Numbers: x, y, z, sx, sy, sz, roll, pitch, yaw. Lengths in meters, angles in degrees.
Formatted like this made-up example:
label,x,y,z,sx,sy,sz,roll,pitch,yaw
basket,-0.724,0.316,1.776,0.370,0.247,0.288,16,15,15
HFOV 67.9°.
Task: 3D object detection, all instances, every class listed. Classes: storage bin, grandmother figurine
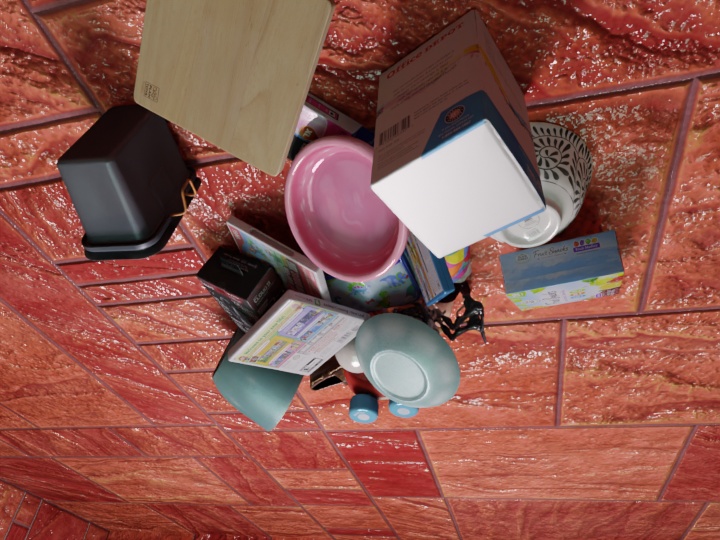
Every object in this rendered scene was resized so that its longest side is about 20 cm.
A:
label,x,y,z,sx,sy,sz,roll,pitch,yaw
storage bin,-0.313,-0.133,0.741,0.140,0.204,0.137,-1,132,9
grandmother figurine,0.151,0.042,0.981,0.118,0.062,0.203,-11,143,-24

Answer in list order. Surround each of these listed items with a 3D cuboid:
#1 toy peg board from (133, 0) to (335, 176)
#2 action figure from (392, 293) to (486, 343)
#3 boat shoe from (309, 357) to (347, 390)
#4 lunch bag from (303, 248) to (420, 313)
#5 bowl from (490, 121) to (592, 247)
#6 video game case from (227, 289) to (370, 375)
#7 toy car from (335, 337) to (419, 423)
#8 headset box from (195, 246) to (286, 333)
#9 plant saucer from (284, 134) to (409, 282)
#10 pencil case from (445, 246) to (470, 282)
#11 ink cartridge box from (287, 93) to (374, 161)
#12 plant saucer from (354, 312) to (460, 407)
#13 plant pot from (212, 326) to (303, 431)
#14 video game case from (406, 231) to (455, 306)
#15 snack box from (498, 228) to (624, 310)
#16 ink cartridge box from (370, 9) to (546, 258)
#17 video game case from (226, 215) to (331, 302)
label,x,y,z,sx,sy,sz,roll,pitch,yaw
toy peg board,-0.139,-0.257,0.622,0.194,0.098,0.204,27,121,0
action figure,0.121,0.108,0.932,0.193,0.105,0.120,-12,144,3
boat shoe,-0.031,0.232,1.224,0.195,0.072,0.071,-20,134,27
lunch bag,0.000,0.000,0.933,0.193,0.084,0.163,-10,135,19
bowl,0.236,-0.098,0.765,0.193,0.096,0.204,5,141,4
video game case,-0.106,0.116,0.930,0.179,0.023,0.199,19,133,-38
toy car,0.022,0.159,1.036,0.172,0.189,0.202,-13,136,23
headset box,-0.199,0.052,0.982,0.146,0.078,0.203,19,149,35
plant saucer,-0.016,-0.087,0.743,0.195,0.051,0.207,15,121,25
pencil case,0.126,-0.059,0.823,0.085,0.091,0.202,0,147,9
ink cartridge box,-0.076,-0.195,0.747,0.195,0.038,0.095,24,137,-22
plant saucer,0.071,0.167,0.907,0.195,0.039,0.207,15,127,20
plant pot,-0.216,0.206,1.128,0.158,0.204,0.201,30,137,-12
video game case,0.088,-0.028,0.766,0.017,0.148,0.200,-19,172,-2
snack box,0.317,0.008,0.840,0.163,0.070,0.199,-12,163,21
ink cartridge box,0.112,-0.158,0.628,0.144,0.205,0.145,-23,134,33
video game case,-0.135,-0.004,0.912,0.196,0.018,0.145,29,153,24
